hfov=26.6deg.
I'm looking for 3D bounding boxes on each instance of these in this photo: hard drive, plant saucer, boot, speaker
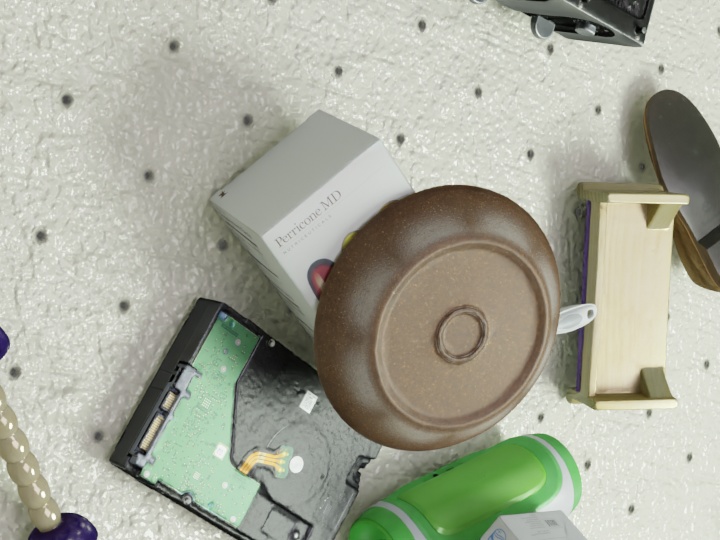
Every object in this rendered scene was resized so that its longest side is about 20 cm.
[{"bbox_3d":[-0.078,0.128,1.135,0.200,0.038,0.140,38,72,-37],"label":"hard drive"},{"bbox_3d":[0.065,0.041,1.076,0.200,0.037,0.201,-8,110,-23],"label":"plant saucer"},{"bbox_3d":[0.300,-0.069,1.410,0.073,0.075,0.200,-26,98,-20],"label":"boot"},{"bbox_3d":[0.088,0.201,1.246,0.200,0.088,0.089,-20,108,-36],"label":"speaker"}]

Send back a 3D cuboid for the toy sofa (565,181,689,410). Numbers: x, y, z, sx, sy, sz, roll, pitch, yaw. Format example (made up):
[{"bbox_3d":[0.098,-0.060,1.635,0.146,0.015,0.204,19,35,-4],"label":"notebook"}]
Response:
[{"bbox_3d":[0.231,0.022,1.359,0.083,0.098,0.201,0,98,-16],"label":"toy sofa"}]

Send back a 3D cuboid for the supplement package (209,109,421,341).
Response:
[{"bbox_3d":[0.000,0.000,1.115,0.114,0.109,0.200,-40,119,-9],"label":"supplement package"}]

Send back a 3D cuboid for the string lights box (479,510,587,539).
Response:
[{"bbox_3d":[0.093,0.282,1.210,0.103,0.059,0.200,7,125,-53],"label":"string lights box"}]

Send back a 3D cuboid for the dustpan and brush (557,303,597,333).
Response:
[{"bbox_3d":[0.112,0.056,1.267,0.200,0.057,0.140,-18,107,-37],"label":"dustpan and brush"}]

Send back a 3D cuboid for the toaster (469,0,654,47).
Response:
[{"bbox_3d":[0.160,-0.296,1.220,0.181,0.119,0.201,18,85,-40],"label":"toaster"}]

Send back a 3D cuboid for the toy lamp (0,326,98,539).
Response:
[{"bbox_3d":[-0.232,0.103,0.991,0.058,0.058,0.200,-36,116,-30],"label":"toy lamp"}]
